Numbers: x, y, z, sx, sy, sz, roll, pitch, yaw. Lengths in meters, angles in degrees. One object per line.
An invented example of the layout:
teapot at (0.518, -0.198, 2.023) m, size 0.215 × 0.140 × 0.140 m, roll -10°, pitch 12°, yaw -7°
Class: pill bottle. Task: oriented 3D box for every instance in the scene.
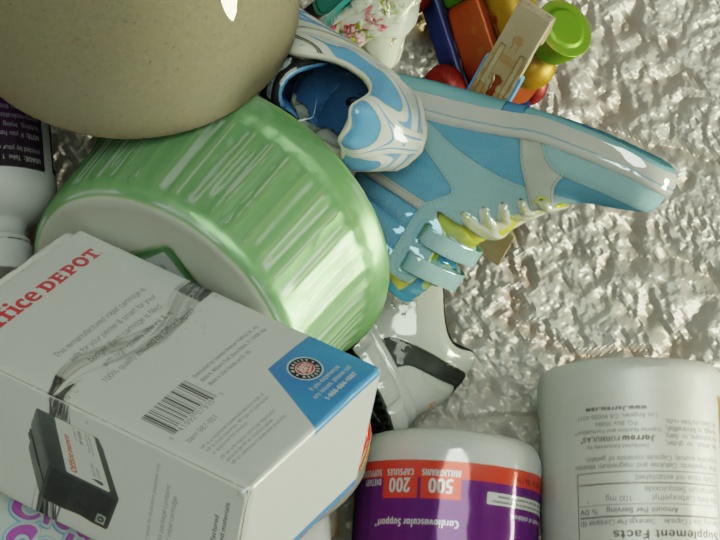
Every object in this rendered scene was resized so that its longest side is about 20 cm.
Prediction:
pill bottle at (0.048, 0.198, 1.569) m, size 0.112 × 0.112 × 0.201 m, roll 5°, pitch 78°, yaw -8°
pill bottle at (0.165, 0.159, 1.594) m, size 0.114 × 0.114 × 0.201 m, roll 1°, pitch 79°, yaw -9°
pill bottle at (-0.242, -0.093, 1.575) m, size 0.112 × 0.112 × 0.201 m, roll -4°, pitch 79°, yaw -10°

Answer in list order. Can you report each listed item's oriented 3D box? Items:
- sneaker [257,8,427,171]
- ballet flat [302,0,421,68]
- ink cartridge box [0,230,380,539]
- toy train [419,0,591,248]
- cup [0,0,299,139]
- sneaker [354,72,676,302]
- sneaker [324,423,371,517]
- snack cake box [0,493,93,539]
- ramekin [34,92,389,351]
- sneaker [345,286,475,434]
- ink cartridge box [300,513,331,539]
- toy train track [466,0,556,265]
sneaker at (-0.043, -0.117, 1.548) m, size 0.200 × 0.072 × 0.072 m, roll 31°, pitch 96°, yaw 40°
ballet flat at (-0.015, -0.137, 1.632) m, size 0.200 × 0.076 × 0.064 m, roll -38°, pitch 107°, yaw 14°
ink cartridge box at (-0.113, 0.075, 1.418) m, size 0.200 × 0.084 × 0.145 m, roll 24°, pitch 35°, yaw 19°
toy train at (0.101, -0.125, 1.630) m, size 0.085 × 0.116 × 0.200 m, roll -11°, pitch 79°, yaw -35°
cup at (-0.130, -0.195, 1.461) m, size 0.200 × 0.143 × 0.201 m, roll 2°, pitch 56°, yaw -3°
sneaker at (0.081, -0.033, 1.546) m, size 0.200 × 0.079 × 0.131 m, roll 17°, pitch 92°, yaw 27°
sneaker at (-0.068, 0.142, 1.499) m, size 0.077 × 0.085 × 0.200 m, roll 39°, pitch 73°, yaw 3°
snack cake box at (-0.179, 0.169, 1.448) m, size 0.200 × 0.067 × 0.115 m, roll 23°, pitch 89°, yaw 16°
ramekin at (-0.092, -0.002, 1.532) m, size 0.200 × 0.200 × 0.098 m, roll 39°, pitch 50°, yaw 1°
sneaker at (0.000, 0.000, 1.623) m, size 0.080 × 0.074 × 0.200 m, roll -29°, pitch 98°, yaw -19°
ink cartridge box at (-0.096, 0.139, 1.577) m, size 0.147 × 0.076 × 0.201 m, roll -3°, pitch 81°, yaw -9°
toy train track at (0.066, -0.081, 1.618) m, size 0.115 × 0.033 × 0.200 m, roll 34°, pitch 120°, yaw 9°
